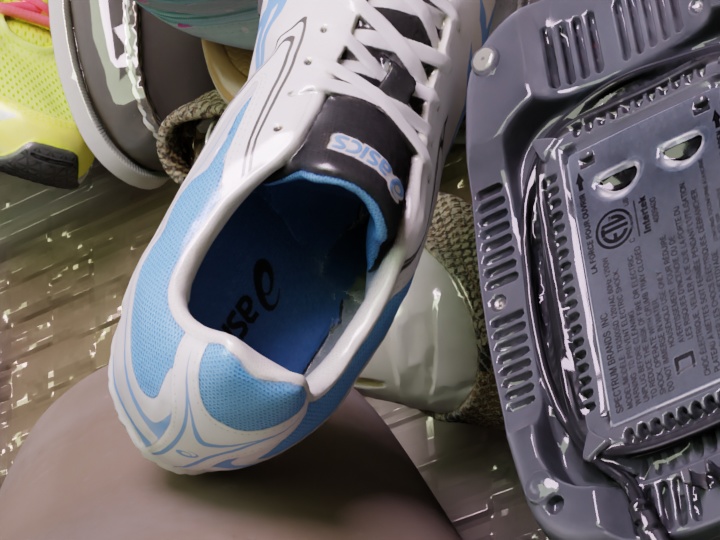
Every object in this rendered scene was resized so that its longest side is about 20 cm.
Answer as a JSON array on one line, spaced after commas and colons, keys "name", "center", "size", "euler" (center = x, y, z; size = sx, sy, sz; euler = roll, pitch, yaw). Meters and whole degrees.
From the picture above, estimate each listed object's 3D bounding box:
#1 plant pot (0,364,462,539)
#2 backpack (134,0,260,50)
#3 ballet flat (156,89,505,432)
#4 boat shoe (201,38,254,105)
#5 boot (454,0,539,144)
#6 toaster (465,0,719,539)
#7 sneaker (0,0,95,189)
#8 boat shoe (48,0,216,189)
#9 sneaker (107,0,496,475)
[{"name": "plant pot", "center": [-0.038, 0.116, 0.807], "size": [0.200, 0.200, 0.174], "euler": [-38, 34, 18]}, {"name": "backpack", "center": [-0.013, -0.165, 0.865], "size": [0.200, 0.127, 0.167], "euler": [-47, 40, -12]}, {"name": "ballet flat", "center": [0.000, 0.000, 0.894], "size": [0.200, 0.075, 0.068], "euler": [40, 133, 44]}, {"name": "boat shoe", "center": [-0.007, -0.115, 0.958], "size": [0.074, 0.069, 0.200], "euler": [3, 55, 10]}, {"name": "boot", "center": [0.091, -0.144, 0.899], "size": [0.182, 0.073, 0.200], "euler": [-18, 50, 48]}, {"name": "toaster", "center": [0.108, 0.016, 0.762], "size": [0.114, 0.129, 0.200], "euler": [-27, 53, 27]}, {"name": "sneaker", "center": [-0.126, -0.109, 1.034], "size": [0.090, 0.078, 0.200], "euler": [-52, 40, 25]}, {"name": "boat shoe", "center": [-0.058, -0.124, 1.009], "size": [0.060, 0.072, 0.202], "euler": [-18, 55, 36]}, {"name": "sneaker", "center": [-0.002, -0.036, 0.770], "size": [0.072, 0.072, 0.200], "euler": [-23, 38, 54]}]
